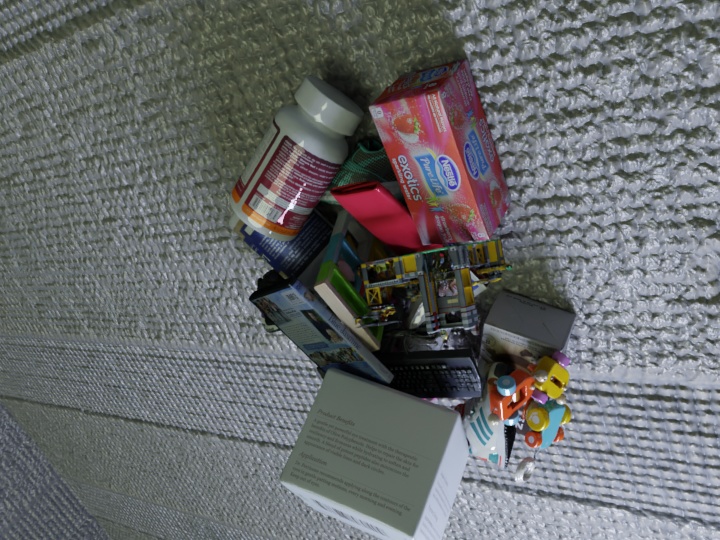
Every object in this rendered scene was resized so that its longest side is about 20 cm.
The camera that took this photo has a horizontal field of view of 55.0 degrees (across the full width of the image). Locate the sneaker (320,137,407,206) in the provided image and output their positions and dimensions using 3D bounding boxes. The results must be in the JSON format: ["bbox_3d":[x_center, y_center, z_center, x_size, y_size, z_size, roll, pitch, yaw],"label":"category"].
[{"bbox_3d":[0.004,-0.136,0.957,0.199,0.077,0.093,5,90,47],"label":"sneaker"}]

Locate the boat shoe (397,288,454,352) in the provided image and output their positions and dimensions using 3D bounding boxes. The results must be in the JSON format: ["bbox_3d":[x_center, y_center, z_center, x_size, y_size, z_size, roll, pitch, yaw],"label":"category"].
[{"bbox_3d":[0.092,0.116,1.034,0.070,0.069,0.202,16,118,2],"label":"boat shoe"}]

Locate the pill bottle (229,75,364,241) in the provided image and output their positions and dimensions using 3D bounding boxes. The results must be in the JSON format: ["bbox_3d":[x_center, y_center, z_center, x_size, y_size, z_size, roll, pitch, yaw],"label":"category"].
[{"bbox_3d":[-0.084,-0.149,0.925,0.109,0.110,0.201,37,110,3],"label":"pill bottle"}]

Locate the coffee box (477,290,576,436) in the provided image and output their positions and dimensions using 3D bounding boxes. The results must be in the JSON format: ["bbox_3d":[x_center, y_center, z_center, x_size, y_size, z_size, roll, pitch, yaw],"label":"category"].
[{"bbox_3d":[0.234,0.142,1.014,0.112,0.080,0.202,18,134,21],"label":"coffee box"}]

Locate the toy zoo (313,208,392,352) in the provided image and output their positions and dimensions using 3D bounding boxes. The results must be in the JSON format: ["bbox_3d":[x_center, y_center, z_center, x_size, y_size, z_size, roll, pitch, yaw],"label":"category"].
[{"bbox_3d":[0.000,0.000,0.978,0.020,0.201,0.132,-22,121,28],"label":"toy zoo"}]

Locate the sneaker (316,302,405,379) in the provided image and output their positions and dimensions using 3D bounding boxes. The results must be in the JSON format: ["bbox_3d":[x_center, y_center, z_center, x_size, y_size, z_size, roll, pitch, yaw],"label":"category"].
[{"bbox_3d":[-0.003,0.118,1.053,0.090,0.076,0.201,33,121,-2],"label":"sneaker"}]

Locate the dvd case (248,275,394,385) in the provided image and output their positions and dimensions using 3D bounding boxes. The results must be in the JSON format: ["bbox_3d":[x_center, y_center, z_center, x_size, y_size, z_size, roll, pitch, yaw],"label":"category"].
[{"bbox_3d":[-0.057,0.092,0.963,0.200,0.018,0.142,46,152,-16],"label":"dvd case"}]

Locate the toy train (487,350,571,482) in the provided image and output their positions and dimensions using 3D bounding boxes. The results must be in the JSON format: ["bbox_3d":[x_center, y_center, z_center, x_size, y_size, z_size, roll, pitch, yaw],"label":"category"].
[{"bbox_3d":[0.214,0.180,0.909,0.055,0.150,0.201,30,150,43],"label":"toy train"}]

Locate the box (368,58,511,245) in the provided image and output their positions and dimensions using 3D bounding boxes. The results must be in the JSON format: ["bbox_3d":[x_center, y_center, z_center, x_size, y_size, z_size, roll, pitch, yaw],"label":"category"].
[{"bbox_3d":[0.103,-0.141,0.852,0.099,0.096,0.202,-3,123,36],"label":"box"}]

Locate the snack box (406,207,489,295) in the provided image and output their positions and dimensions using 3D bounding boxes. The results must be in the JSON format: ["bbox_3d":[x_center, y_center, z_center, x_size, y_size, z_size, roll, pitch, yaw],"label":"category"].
[{"bbox_3d":[0.096,-0.035,1.003,0.200,0.024,0.072,45,137,-5],"label":"snack box"}]

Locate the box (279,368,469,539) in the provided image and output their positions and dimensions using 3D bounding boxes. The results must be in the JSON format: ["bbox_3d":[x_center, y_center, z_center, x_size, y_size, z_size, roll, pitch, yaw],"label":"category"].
[{"bbox_3d":[0.030,0.272,0.965,0.197,0.173,0.201,15,156,22],"label":"box"}]

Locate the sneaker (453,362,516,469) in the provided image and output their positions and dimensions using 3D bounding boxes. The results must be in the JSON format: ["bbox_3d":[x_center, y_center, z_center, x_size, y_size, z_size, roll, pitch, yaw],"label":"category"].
[{"bbox_3d":[0.175,0.208,1.000,0.092,0.071,0.201,10,134,22],"label":"sneaker"}]

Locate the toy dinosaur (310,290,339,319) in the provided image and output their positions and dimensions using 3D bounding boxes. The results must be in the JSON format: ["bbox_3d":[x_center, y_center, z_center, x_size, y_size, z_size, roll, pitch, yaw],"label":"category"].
[{"bbox_3d":[-0.083,0.043,1.161,0.200,0.077,0.102,42,156,8],"label":"toy dinosaur"}]

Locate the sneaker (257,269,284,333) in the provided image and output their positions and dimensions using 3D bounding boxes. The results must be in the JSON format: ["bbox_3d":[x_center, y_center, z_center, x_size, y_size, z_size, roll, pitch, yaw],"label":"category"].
[{"bbox_3d":[-0.134,0.044,1.106,0.200,0.075,0.089,1,107,69],"label":"sneaker"}]

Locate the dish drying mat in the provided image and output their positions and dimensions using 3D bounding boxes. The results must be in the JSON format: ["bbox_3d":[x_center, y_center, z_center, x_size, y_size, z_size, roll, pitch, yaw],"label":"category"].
[{"bbox_3d":[0.043,-0.061,0.913,0.076,0.018,0.200,-8,153,31],"label":"dish drying mat"}]

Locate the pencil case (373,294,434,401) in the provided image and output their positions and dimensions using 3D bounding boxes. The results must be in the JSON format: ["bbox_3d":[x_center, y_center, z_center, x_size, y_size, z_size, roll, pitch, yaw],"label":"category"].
[{"bbox_3d":[0.057,0.133,1.135,0.093,0.091,0.201,-28,108,10],"label":"pencil case"}]

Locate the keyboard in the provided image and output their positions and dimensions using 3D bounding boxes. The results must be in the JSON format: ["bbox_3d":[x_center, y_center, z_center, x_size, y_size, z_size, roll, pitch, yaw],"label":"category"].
[{"bbox_3d":[0.068,0.130,0.969,0.198,0.021,0.128,-9,114,33],"label":"keyboard"}]

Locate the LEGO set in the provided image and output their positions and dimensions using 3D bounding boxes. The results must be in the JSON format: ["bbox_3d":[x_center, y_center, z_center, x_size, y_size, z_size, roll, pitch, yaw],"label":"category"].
[{"bbox_3d":[0.095,0.034,0.890,0.198,0.153,0.117,-10,89,26],"label":"LEGO set"}]

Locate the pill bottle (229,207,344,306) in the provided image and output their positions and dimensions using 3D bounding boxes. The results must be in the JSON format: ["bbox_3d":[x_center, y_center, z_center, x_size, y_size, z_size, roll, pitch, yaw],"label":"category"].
[{"bbox_3d":[-0.095,-0.045,1.068,0.200,0.116,0.116,43,139,-3],"label":"pill bottle"}]
